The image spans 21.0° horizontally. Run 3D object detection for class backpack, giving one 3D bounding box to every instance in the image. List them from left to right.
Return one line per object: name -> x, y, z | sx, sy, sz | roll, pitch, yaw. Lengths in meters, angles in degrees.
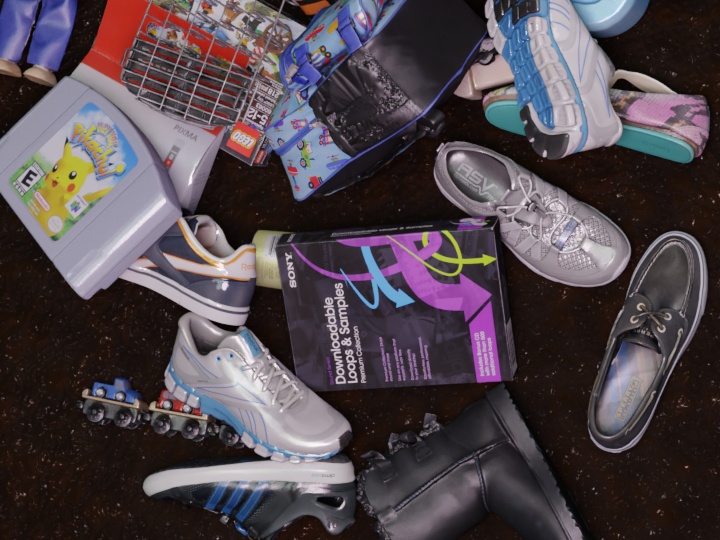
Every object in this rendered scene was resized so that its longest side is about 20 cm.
backpack -> -0.004, -0.160, 1.687 | 0.135, 0.183, 0.200 | 47, 129, -10

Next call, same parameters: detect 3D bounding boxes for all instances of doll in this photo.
doll -> -0.305, -0.284, 1.869 | 0.136, 0.048, 0.201 | 15, 86, 15

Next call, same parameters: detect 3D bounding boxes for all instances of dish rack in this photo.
dish rack -> -0.122, -0.224, 1.721 | 0.153, 0.054, 0.201 | 22, 89, 29

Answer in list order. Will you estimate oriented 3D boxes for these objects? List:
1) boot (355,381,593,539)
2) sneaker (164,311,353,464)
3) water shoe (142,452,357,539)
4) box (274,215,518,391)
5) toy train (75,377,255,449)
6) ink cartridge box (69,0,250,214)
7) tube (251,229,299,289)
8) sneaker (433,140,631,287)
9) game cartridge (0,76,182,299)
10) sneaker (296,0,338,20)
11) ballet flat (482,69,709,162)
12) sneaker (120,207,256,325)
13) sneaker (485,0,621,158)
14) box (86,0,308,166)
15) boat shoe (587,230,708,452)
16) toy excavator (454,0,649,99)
boot -> 0.097, 0.209, 1.678 | 0.162, 0.073, 0.199 | -32, 68, 6
sneaker -> -0.093, 0.099, 1.714 | 0.199, 0.075, 0.087 | 25, 129, 25
water shoe -> -0.101, 0.207, 1.731 | 0.199, 0.071, 0.080 | -5, 90, 18
box -> 0.031, 0.032, 1.711 | 0.199, 0.036, 0.144 | -4, 108, 15
toy train -> -0.166, 0.130, 1.779 | 0.199, 0.034, 0.046 | 8, 80, 15
ink cartridge box -> -0.206, -0.138, 1.789 | 0.162, 0.050, 0.201 | 29, 114, 17
tube -> 0.000, 0.000, 1.751 | 0.199, 0.058, 0.052 | 6, 39, 12
sneaker -> 0.142, -0.049, 1.699 | 0.199, 0.082, 0.075 | 29, 90, 17
game cartridge -> -0.246, -0.082, 1.728 | 0.133, 0.040, 0.200 | -42, 55, -1
sneaker -> -0.041, -0.271, 1.776 | 0.070, 0.090, 0.200 | -46, 73, 4
ballet flat -> 0.210, -0.146, 1.712 | 0.199, 0.069, 0.072 | 11, 66, 12
sneaker -> -0.178, -0.023, 1.736 | 0.199, 0.078, 0.080 | 22, 103, 17
sneaker -> 0.169, -0.188, 1.654 | 0.075, 0.086, 0.201 | -34, 65, 53
box -> -0.146, -0.203, 1.809 | 0.199, 0.038, 0.137 | 29, 100, 17
boat shoe -> 0.247, 0.061, 1.669 | 0.068, 0.057, 0.201 | 19, 87, 17
toy excavator -> 0.180, -0.235, 1.719 | 0.193, 0.100, 0.201 | 16, 94, 18
